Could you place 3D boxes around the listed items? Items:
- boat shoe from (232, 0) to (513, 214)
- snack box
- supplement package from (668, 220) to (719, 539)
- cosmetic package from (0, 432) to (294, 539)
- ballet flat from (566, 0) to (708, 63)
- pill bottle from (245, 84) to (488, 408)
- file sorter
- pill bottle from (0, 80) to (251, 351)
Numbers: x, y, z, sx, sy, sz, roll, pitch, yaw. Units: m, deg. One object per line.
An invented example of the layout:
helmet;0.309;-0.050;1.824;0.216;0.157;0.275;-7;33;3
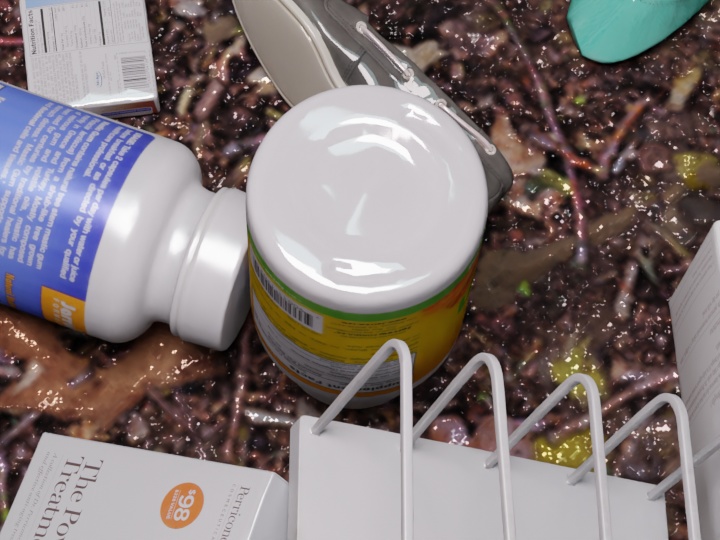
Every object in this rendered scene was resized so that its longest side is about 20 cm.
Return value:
boat shoe;0.005;-0.102;1.081;0.057;0.067;0.200;-33;77;-30
snack box;-0.164;-0.180;1.123;0.072;0.024;0.201;-8;69;-4
supplement package;0.234;0.085;0.980;0.117;0.117;0.201;-2;69;-5
cosmetic package;-0.123;0.185;0.929;0.150;0.052;0.200;6;65;32
ballet flat;0.197;-0.199;1.118;0.200;0.070;0.067;-39;75;-15
pill bottle;0.000;0.000;0.962;0.111;0.200;0.111;1;68;-2
file sorter;0.080;0.124;0.882;0.199;0.125;0.139;12;55;-18
pill bottle;-0.151;-0.028;1.016;0.200;0.112;0.112;20;69;6
